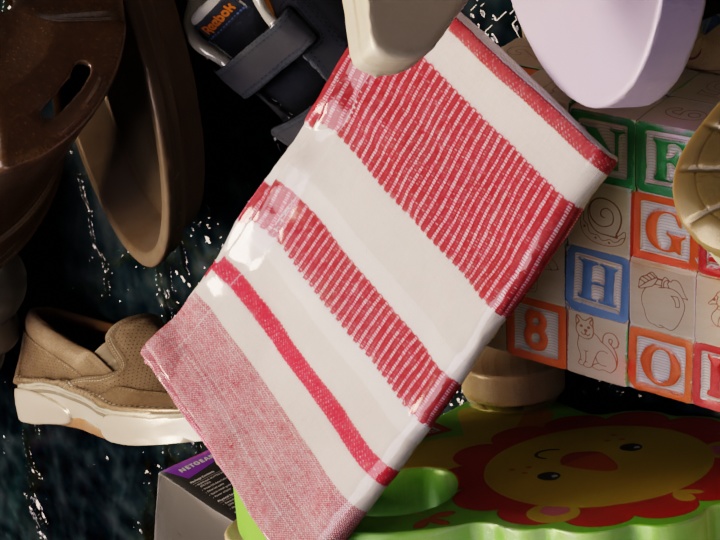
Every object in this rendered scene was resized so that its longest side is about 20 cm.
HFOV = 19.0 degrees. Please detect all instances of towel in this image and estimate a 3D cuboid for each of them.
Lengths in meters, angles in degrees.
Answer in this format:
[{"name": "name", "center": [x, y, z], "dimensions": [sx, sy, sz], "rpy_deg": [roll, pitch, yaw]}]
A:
[{"name": "towel", "center": [0.000, 0.000, 0.835], "dimensions": [0.201, 0.023, 0.144], "rpy_deg": [-55, 46, 14]}]

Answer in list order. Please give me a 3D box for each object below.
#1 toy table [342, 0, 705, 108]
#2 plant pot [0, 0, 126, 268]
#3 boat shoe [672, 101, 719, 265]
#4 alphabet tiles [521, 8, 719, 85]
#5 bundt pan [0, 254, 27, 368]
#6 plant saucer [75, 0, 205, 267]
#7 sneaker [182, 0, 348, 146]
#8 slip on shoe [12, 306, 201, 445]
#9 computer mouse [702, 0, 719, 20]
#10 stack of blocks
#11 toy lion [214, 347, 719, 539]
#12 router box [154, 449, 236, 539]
[{"name": "toy table", "center": [0.041, -0.157, 0.769], "dimensions": [0.184, 0.116, 0.201], "rpy_deg": [128, 134, -54]}, {"name": "plant pot", "center": [-0.205, -0.095, 0.987], "dimensions": [0.198, 0.199, 0.202], "rpy_deg": [-22, 90, 64]}, {"name": "boat shoe", "center": [0.195, -0.072, 0.736], "dimensions": [0.201, 0.063, 0.073], "rpy_deg": [-47, 53, 5]}, {"name": "alphabet tiles", "center": [0.136, -0.080, 0.846], "dimensions": [0.165, 0.006, 0.202], "rpy_deg": [7, 117, 36]}, {"name": "bundt pan", "center": [-0.252, -0.010, 1.213], "dimensions": [0.201, 0.075, 0.204], "rpy_deg": [8, 101, 50]}, {"name": "plant saucer", "center": [-0.117, -0.102, 1.044], "dimensions": [0.200, 0.029, 0.202], "rpy_deg": [164, 90, -73]}, {"name": "sneaker", "center": [-0.027, -0.098, 0.973], "dimensions": [0.078, 0.079, 0.201], "rpy_deg": [-36, 81, 45]}, {"name": "slip on shoe", "center": [-0.114, 0.053, 1.128], "dimensions": [0.199, 0.076, 0.061], "rpy_deg": [4, 97, 50]}, {"name": "computer mouse", "center": [0.132, -0.176, 0.762], "dimensions": [0.200, 0.046, 0.141], "rpy_deg": [-32, 92, 43]}, {"name": "stack of blocks", "center": [0.131, -0.013, 0.839], "dimensions": [0.199, 0.058, 0.116], "rpy_deg": [16, 121, 32]}, {"name": "toy lion", "center": [0.063, 0.092, 0.880], "dimensions": [0.191, 0.199, 0.069], "rpy_deg": [22, 121, 59]}, {"name": "router box", "center": [-0.048, 0.214, 1.134], "dimensions": [0.149, 0.051, 0.202], "rpy_deg": [29, 124, 36]}]
